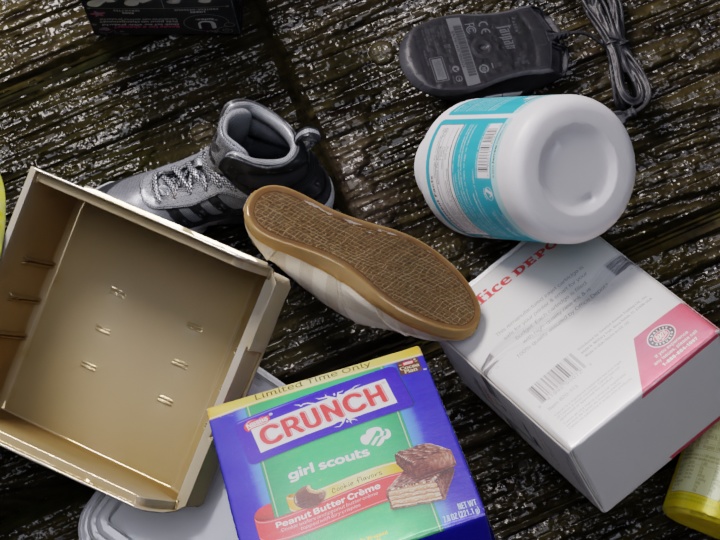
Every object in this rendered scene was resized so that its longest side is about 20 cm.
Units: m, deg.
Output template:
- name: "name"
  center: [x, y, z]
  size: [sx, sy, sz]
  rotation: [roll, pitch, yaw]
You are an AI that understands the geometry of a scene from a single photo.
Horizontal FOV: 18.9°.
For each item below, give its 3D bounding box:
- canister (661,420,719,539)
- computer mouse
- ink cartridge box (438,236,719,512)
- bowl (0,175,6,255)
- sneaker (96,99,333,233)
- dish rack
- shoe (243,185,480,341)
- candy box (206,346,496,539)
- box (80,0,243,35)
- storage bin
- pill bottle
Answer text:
- name: "canister"
  center: [0.326, 0.115, 1.653]
  size: [0.148, 0.087, 0.200]
  rotation: [23, 78, -8]
- name: "computer mouse"
  center: [0.136, -0.153, 1.768]
  size: [0.199, 0.046, 0.141]
  rotation: [-17, 70, -15]
- name: "ink cartridge box"
  center: [0.169, 0.065, 1.637]
  size: [0.146, 0.083, 0.200]
  rotation: [-38, 41, -8]
- name: "bowl"
  center: [-0.366, -0.009, 1.654]
  size: [0.107, 0.200, 0.201]
  rotation: [21, 72, -31]
- name: "sneaker"
  center: [-0.123, -0.078, 1.705]
  size: [0.199, 0.114, 0.076]
  rotation: [-6, 56, -1]
- name: "dish rack"
  center: [-0.108, 0.172, 1.685]
  size: [0.171, 0.044, 0.200]
  rotation: [34, 77, 12]
- name: "shoe"
  center: [0.000, 0.000, 1.655]
  size: [0.200, 0.053, 0.070]
  rotation: [29, 56, 6]
- name: "candy box"
  center: [-0.006, 0.158, 1.531]
  size: [0.169, 0.077, 0.200]
  rotation: [-18, 35, -3]
- name: "box"
  center: [-0.163, -0.305, 1.784]
  size: [0.132, 0.115, 0.201]
  rotation: [-1, 73, 3]
- name: "storage bin"
  center: [-0.183, 0.055, 1.631]
  size: [0.198, 0.094, 0.200]
  rotation: [23, 92, 18]
- name: "pill bottle"
  center: [0.116, -0.079, 1.663]
  size: [0.110, 0.200, 0.111]
  rotation: [-2, 94, -25]
